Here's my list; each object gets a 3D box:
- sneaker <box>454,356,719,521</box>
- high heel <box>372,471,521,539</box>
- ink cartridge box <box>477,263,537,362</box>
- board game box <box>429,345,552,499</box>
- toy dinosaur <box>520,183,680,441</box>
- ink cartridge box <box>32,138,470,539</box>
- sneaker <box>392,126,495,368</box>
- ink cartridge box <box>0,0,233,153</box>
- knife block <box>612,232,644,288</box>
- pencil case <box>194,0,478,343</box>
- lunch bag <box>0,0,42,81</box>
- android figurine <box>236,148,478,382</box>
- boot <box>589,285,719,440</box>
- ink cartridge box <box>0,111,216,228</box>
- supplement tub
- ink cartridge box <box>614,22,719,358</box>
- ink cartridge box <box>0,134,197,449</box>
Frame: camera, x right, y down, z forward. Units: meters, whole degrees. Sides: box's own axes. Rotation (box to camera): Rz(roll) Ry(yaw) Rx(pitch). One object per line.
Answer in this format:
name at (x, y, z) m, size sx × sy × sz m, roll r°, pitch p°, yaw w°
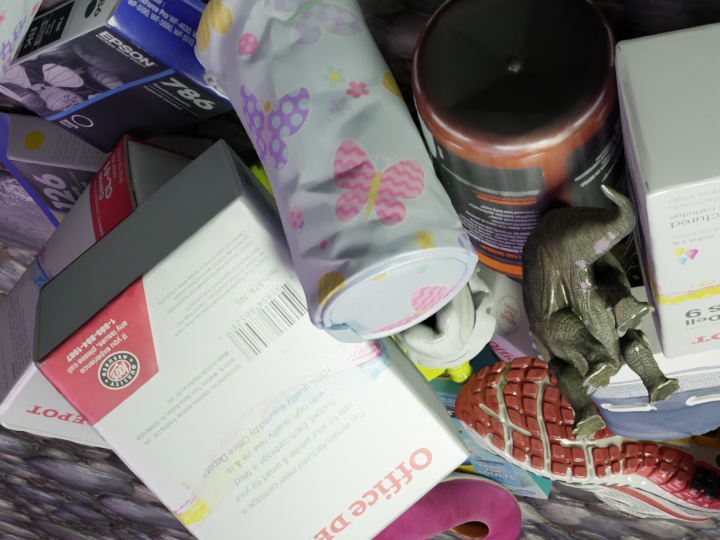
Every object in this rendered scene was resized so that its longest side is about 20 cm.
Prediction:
sneaker at (0.151, 0.117, 1.272) m, size 0.199 × 0.078 × 0.082 m, roll 20°, pitch 151°, yaw -7°
high heel at (0.050, 0.177, 1.393) m, size 0.067 × 0.096 × 0.200 m, roll 4°, pitch 157°, yaw 29°
ink cartridge box at (0.081, 0.034, 1.371) m, size 0.200 × 0.068 × 0.115 m, roll -5°, pitch 151°, yaw 44°
board game box at (0.036, 0.093, 1.392) m, size 0.150 × 0.047 × 0.200 m, roll 6°, pitch 158°, yaw 26°
toy dinosaur at (0.110, 0.017, 1.034) m, size 0.102 × 0.077 × 0.200 m, roll 56°, pitch 177°, yaw 37°
ink cartridge box at (-0.063, 0.058, 1.138) m, size 0.200 × 0.145 × 0.145 m, roll 50°, pitch -177°, yaw -17°
sneaker at (0.008, -0.038, 1.132) m, size 0.075 × 0.200 × 0.081 m, roll -33°, pitch 172°, yaw 11°
ink cartridge box at (-0.135, -0.123, 1.203) m, size 0.099 × 0.039 × 0.200 m, roll 31°, pitch 154°, yaw -28°
knife block at (0.208, 0.032, 1.247) m, size 0.175 × 0.064 × 0.200 m, roll -5°, pitch 142°, yaw 34°
pencil case at (-0.015, -0.064, 1.043) m, size 0.090 × 0.200 × 0.083 m, roll -23°, pitch 156°, yaw -5°
lunch bag at (-0.248, -0.130, 1.096) m, size 0.127 × 0.170 × 0.200 m, roll 34°, pitch 156°, yaw -29°
android figurine at (0.000, 0.000, 1.232) m, size 0.200 × 0.182 × 0.041 m, roll 62°, pitch 179°, yaw -24°
boot at (0.219, 0.045, 1.151) m, size 0.199 × 0.073 × 0.090 m, roll -8°, pitch 142°, yaw 25°
ink cartridge box at (-0.164, -0.039, 1.419) m, size 0.199 × 0.047 × 0.198 m, roll 7°, pitch 156°, yaw 20°
supplement tub at (0.090, -0.063, 1.083) m, size 0.107 × 0.107 × 0.200 m, roll 11°, pitch 157°, yaw 15°
ink cartridge box at (0.208, -0.042, 1.011) m, size 0.145 × 0.088 × 0.200 m, roll -11°, pitch 155°, yaw 5°
ink cartridge box at (-0.134, 0.023, 1.312) m, size 0.147 × 0.086 × 0.200 m, roll 17°, pitch 132°, yaw -33°
